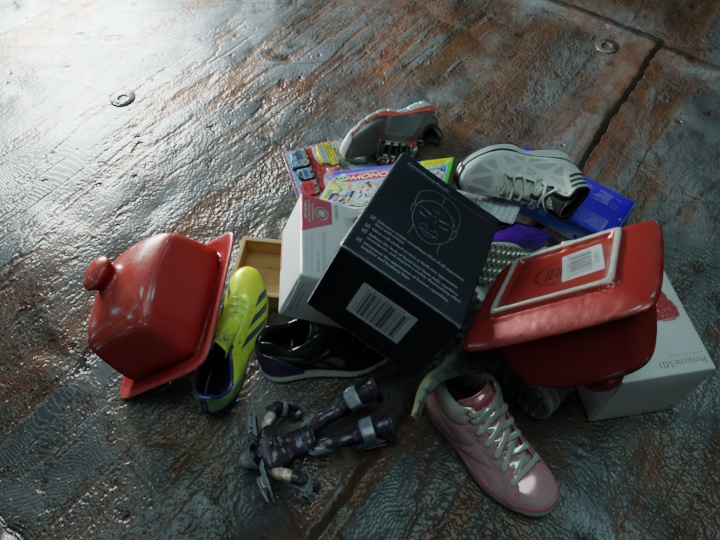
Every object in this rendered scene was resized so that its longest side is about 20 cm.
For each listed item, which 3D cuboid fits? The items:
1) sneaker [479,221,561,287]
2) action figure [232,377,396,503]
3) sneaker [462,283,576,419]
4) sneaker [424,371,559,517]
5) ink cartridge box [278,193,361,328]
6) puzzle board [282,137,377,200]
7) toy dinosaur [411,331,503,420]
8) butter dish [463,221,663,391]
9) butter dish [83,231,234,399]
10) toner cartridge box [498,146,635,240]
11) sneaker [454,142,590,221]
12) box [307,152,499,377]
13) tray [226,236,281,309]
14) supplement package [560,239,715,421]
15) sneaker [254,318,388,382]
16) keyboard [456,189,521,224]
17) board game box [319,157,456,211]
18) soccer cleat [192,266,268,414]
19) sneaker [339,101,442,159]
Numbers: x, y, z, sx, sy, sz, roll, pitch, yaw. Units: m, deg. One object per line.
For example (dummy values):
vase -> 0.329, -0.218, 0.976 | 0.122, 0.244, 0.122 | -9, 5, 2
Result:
sneaker -> 0.206, -0.031, 0.850 | 0.197, 0.071, 0.100 | 1, 35, -34
action figure -> -0.058, 0.204, 0.717 | 0.196, 0.070, 0.132 | -18, 64, -7
sneaker -> 0.205, 0.099, 0.794 | 0.081, 0.075, 0.202 | -16, 61, -30
sneaker -> 0.155, 0.193, 0.697 | 0.075, 0.106, 0.200 | -34, 62, -25
ink cartridge box -> 0.000, 0.000, 0.779 | 0.196, 0.085, 0.148 | 15, 45, -22
puzzle board -> -0.036, -0.145, 0.984 | 0.148, 0.018, 0.203 | -16, 57, -10
toy dinosaur -> 0.111, 0.099, 0.692 | 0.197, 0.048, 0.088 | -21, 38, -31
butter dish -> 0.238, 0.061, 0.640 | 0.197, 0.150, 0.200 | -20, 15, 34
butter dish -> -0.274, 0.033, 0.747 | 0.197, 0.147, 0.203 | -24, 47, 35
toner cartridge box -> 0.318, -0.112, 0.941 | 0.198, 0.044, 0.095 | 34, 63, 22
sneaker -> 0.241, -0.125, 0.852 | 0.196, 0.077, 0.116 | -5, 38, -15
box -> 0.055, -0.013, 0.683 | 0.147, 0.108, 0.201 | 34, 45, -1
tray -> -0.085, 0.009, 0.867 | 0.195, 0.037, 0.100 | 6, 55, 4
supplement package -> 0.332, 0.070, 0.769 | 0.118, 0.121, 0.203 | -7, 56, -6
sneaker -> -0.039, 0.093, 0.777 | 0.196, 0.088, 0.077 | -12, 55, -8
keyboard -> 0.139, -0.107, 0.897 | 0.196, 0.011, 0.056 | 16, 35, 20
board game box -> 0.036, -0.113, 0.878 | 0.196, 0.030, 0.136 | -4, 37, 20
soccer cleat -> -0.166, 0.084, 0.771 | 0.063, 0.084, 0.204 | 9, 67, 7
sneaker -> 0.060, -0.220, 0.996 | 0.197, 0.077, 0.083 | -25, 75, -22
